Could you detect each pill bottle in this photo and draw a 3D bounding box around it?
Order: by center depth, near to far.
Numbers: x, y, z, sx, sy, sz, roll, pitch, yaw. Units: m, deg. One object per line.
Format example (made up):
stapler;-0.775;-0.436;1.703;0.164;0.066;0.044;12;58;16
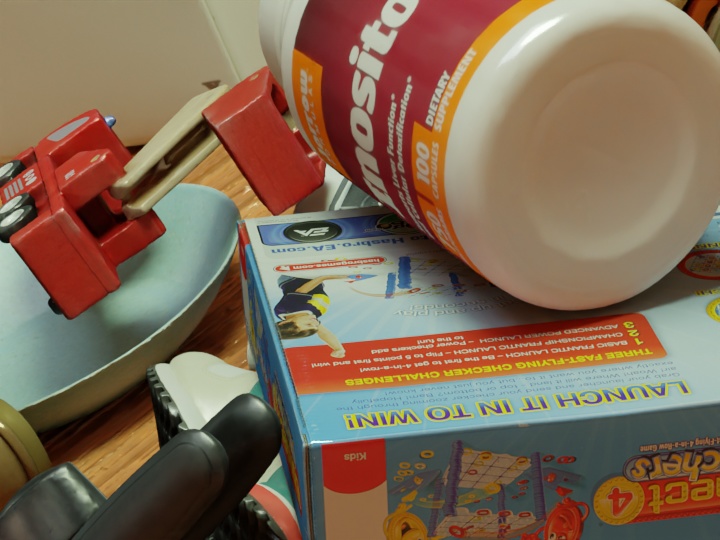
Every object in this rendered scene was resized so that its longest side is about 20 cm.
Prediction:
pill bottle;0.040;-0.069;0.999;0.113;0.114;0.200;-31;30;-14

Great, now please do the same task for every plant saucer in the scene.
plant saucer;-0.139;0.029;1.273;0.200;0.039;0.201;-21;24;9

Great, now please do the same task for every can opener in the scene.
can opener;-0.087;0.099;0.976;0.063;0.079;0.200;-44;1;-36

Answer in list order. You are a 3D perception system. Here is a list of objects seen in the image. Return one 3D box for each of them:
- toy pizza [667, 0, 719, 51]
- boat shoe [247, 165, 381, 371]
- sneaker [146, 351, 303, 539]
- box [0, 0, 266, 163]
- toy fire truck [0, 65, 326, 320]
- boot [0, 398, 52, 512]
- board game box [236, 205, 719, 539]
toy pizza;0.144;-0.089;1.107;0.032;0.201;0.200;32;51;17
boat shoe;0.000;0.000;1.173;0.067;0.072;0.200;13;15;3
sneaker;-0.019;0.079;1.045;0.093;0.071;0.200;-12;19;-16
box;-0.128;-0.190;1.507;0.198;0.201;0.172;-5;33;35
toy fire truck;-0.094;-0.044;1.227;0.141;0.049;0.200;-35;18;1
boot;-0.236;0.138;1.122;0.175;0.066;0.200;-18;22;46
board game box;0.065;0.033;0.973;0.198;0.056;0.196;-5;24;-6
